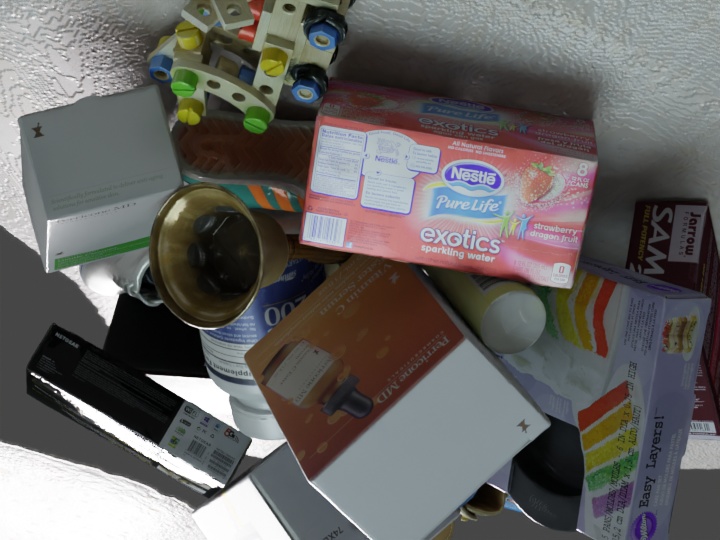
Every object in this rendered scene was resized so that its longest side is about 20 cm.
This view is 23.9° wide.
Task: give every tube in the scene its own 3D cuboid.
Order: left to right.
[{"bbox_3d":[0.079,-0.002,1.281,0.052,0.200,0.058,-39,121,1],"label":"tube"}]

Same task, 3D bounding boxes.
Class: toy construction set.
[{"bbox_3d":[-0.078,-0.166,1.168,0.131,0.092,0.200,17,162,-5],"label":"toy construction set"}]

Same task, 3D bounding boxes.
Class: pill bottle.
[{"bbox_3d":[-0.080,0.037,1.414,0.111,0.111,0.200,3,122,18],"label":"pill bottle"}]

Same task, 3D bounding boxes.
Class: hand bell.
[{"bbox_3d":[-0.055,-0.019,1.283,0.104,0.104,0.200,-9,179,35],"label":"hand bell"}]

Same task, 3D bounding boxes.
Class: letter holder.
[{"bbox_3d":[-0.121,0.087,1.606,0.199,0.101,0.142,3,151,18],"label":"letter holder"}]

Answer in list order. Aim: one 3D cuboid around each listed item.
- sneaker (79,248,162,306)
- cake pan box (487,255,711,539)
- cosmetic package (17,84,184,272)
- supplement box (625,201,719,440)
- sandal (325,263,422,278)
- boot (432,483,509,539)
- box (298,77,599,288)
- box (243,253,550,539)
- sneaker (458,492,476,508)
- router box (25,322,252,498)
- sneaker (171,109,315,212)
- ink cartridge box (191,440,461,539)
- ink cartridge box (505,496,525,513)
[{"bbox_3d":[-0.191,-0.005,1.503,0.073,0.071,0.200,31,146,-28],"label":"sneaker"},{"bbox_3d":[0.164,0.092,1.263,0.052,0.201,0.184,0,-166,-34],"label":"cake pan box"},{"bbox_3d":[-0.201,-0.067,1.302,0.107,0.085,0.200,-15,173,-12],"label":"cosmetic package"},{"bbox_3d":[0.255,0.044,1.359,0.061,0.109,0.200,2,148,20],"label":"supplement box"},{"bbox_3d":[0.004,0.003,1.435,0.211,0.070,0.078,-12,142,37],"label":"sandal"},{"bbox_3d":[0.079,0.206,1.596,0.155,0.073,0.200,23,139,48],"label":"boot"},{"bbox_3d":[0.063,-0.065,1.220,0.199,0.095,0.103,9,114,1],"label":"box"},{"bbox_3d":[0.021,0.087,1.259,0.106,0.152,0.200,46,-177,-29],"label":"box"},{"bbox_3d":[0.049,0.112,1.473,0.077,0.085,0.200,-22,105,-6],"label":"sneaker"},{"bbox_3d":[-0.201,0.128,1.511,0.200,0.051,0.149,31,164,-4],"label":"router box"},{"bbox_3d":[-0.055,-0.080,1.330,0.199,0.072,0.080,13,171,-10],"label":"sneaker"},{"bbox_3d":[-0.035,0.223,1.559,0.146,0.147,0.200,54,153,2],"label":"ink cartridge box"},{"bbox_3d":[0.138,0.161,1.654,0.116,0.067,0.200,15,151,1],"label":"ink cartridge box"}]
